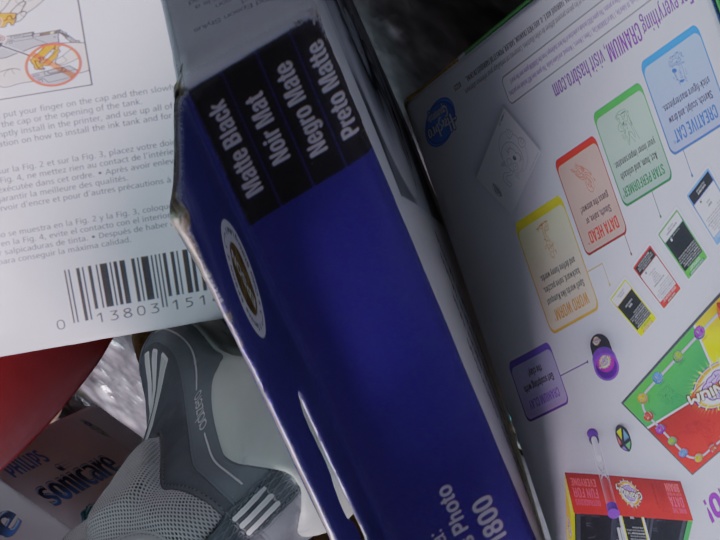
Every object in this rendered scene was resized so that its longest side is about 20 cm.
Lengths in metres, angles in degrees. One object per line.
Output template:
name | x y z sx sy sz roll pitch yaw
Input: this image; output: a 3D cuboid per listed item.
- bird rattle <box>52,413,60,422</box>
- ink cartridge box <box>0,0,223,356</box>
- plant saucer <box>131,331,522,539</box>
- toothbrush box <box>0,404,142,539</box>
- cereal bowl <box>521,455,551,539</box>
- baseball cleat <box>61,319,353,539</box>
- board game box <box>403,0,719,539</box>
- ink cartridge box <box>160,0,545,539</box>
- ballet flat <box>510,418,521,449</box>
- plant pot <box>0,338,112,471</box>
bird rattle | -0.186 0.048 1.165 0.200 0.113 0.163 36 141 -4
ink cartridge box | -0.129 -0.047 0.796 0.045 0.200 0.176 -106 8 -46
plant saucer | 0.011 0.062 0.973 0.200 0.035 0.200 32 157 15
toothbrush box | -0.058 0.143 0.998 0.200 0.085 0.146 36 -169 6
cereal bowl | 0.095 0.115 0.849 0.200 0.083 0.200 10 141 8
baseball cleat | -0.058 0.063 0.847 0.070 0.106 0.200 49 170 -5
board game box | 0.085 0.027 0.642 0.153 0.040 0.200 -33 73 64
ink cartridge box | 0.000 0.000 0.684 0.200 0.041 0.200 -103 -9 -54
ballet flat | 0.100 0.029 0.744 0.064 0.067 0.200 34 161 -20
plant pot | -0.206 -0.011 0.956 0.200 0.200 0.183 1 128 55
